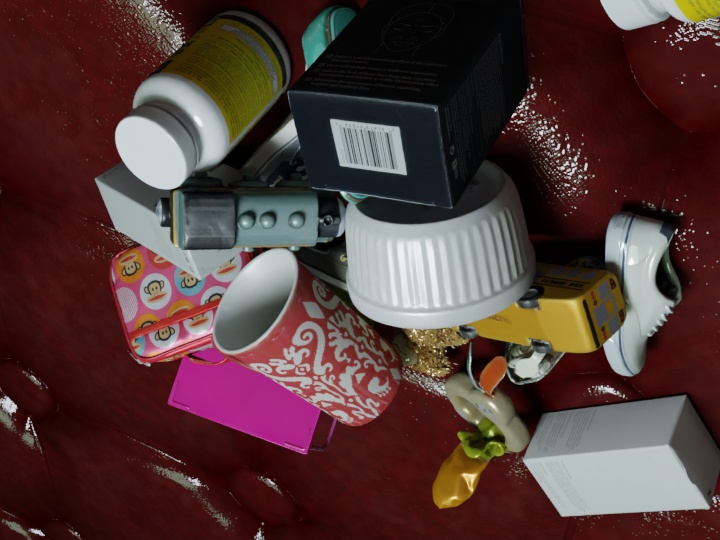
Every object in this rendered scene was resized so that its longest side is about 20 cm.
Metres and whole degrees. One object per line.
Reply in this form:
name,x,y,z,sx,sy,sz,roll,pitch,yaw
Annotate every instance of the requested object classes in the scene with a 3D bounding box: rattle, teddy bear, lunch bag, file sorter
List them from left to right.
lunch bag,-0.204,0.034,1.342,0.198,0.082,0.178,-21,79,14
file sorter,-0.123,0.144,1.419,0.198,0.141,0.125,17,173,16
teddy bear,0.073,0.048,1.273,0.144,0.067,0.201,36,139,3
rattle,0.121,0.185,1.280,0.131,0.142,0.200,56,173,19

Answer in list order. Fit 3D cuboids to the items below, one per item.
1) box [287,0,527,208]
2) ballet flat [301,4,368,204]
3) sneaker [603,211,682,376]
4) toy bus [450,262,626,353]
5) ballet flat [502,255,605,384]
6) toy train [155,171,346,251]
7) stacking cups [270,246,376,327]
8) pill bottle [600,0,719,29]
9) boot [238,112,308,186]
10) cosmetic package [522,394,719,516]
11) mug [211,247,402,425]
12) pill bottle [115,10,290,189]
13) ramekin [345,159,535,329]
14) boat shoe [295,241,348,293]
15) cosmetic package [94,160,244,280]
box,0.050,-0.165,0.987,0.147,0.201,0.108,11,135,27
ballet flat,-0.022,-0.164,1.092,0.070,0.067,0.203,-12,83,54
sneaker,0.291,0.034,1.106,0.070,0.073,0.202,12,134,29
toy bus,0.171,0.033,1.123,0.199,0.078,0.066,9,129,51
ballet flat,0.214,0.067,1.194,0.072,0.072,0.201,32,139,4
toy train,-0.111,-0.057,1.123,0.197,0.114,0.086,0,101,-16
stacking cups,-0.059,-0.001,1.332,0.060,0.061,0.201,-27,105,46
pill bottle,0.282,-0.254,0.812,0.198,0.115,0.115,-10,122,39
boot,-0.066,-0.122,1.211,0.090,0.073,0.200,42,148,-9
cosmetic package,0.306,0.221,1.262,0.199,0.085,0.108,-15,120,41
mug,-0.064,0.080,1.248,0.200,0.134,0.177,39,169,-33
pill bottle,-0.164,-0.176,1.121,0.111,0.201,0.113,18,136,18
ramekin,0.076,-0.038,1.099,0.198,0.200,0.106,6,123,29
boat shoe,0.002,0.001,1.230,0.200,0.061,0.072,22,180,39
cosmetic package,-0.212,-0.078,1.269,0.199,0.113,0.082,26,143,42
